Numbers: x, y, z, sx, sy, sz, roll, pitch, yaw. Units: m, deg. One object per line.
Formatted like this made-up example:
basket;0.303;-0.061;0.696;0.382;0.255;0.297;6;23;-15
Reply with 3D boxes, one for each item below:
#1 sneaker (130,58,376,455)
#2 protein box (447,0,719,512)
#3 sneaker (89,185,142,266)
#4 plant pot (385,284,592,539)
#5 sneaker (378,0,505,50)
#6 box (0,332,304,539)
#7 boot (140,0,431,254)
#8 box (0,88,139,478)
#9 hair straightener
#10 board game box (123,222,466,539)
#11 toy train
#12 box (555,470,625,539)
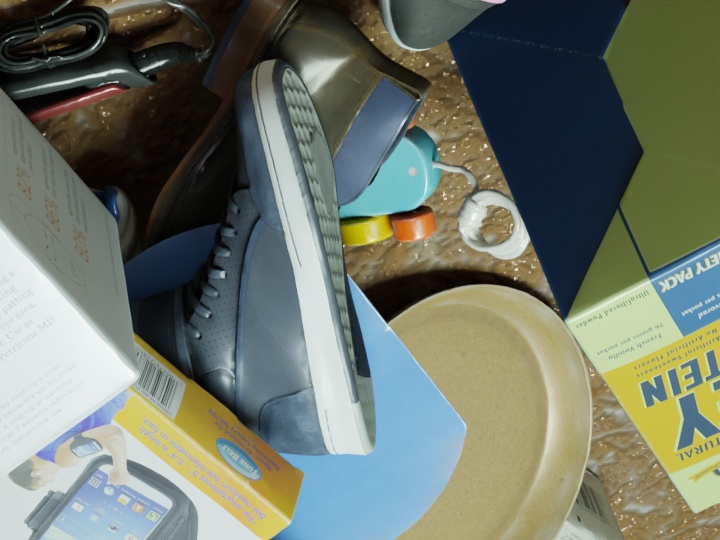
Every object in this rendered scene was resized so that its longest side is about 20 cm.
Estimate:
sneaker;-0.078;0.003;1.352;0.145;0.077;0.203;-5;116;9
protein box;0.162;-0.027;1.438;0.134;0.199;0.200;-27;141;9
sneaker;-0.206;-0.001;1.420;0.199;0.081;0.147;1;129;-19
plant pot;0.045;0.101;1.609;0.199;0.027;0.201;-13;113;-34
sneaker;0.077;-0.153;1.337;0.070;0.099;0.200;11;133;-35
box;-0.136;0.121;1.363;0.119;0.042;0.200;40;121;-18
boot;-0.040;-0.041;1.400;0.097;0.075;0.201;28;127;7
box;-0.202;-0.026;1.274;0.106;0.152;0.200;-35;117;10
hair straightener;-0.166;-0.090;1.349;0.199;0.041;0.077;-14;141;2
board game box;-0.047;0.058;1.445;0.158;0.039;0.200;-31;111;20
toy train;0.000;0.000;1.476;0.200;0.150;0.056;-49;178;29
box;0.059;0.191;1.754;0.200;0.069;0.082;-35;139;18
